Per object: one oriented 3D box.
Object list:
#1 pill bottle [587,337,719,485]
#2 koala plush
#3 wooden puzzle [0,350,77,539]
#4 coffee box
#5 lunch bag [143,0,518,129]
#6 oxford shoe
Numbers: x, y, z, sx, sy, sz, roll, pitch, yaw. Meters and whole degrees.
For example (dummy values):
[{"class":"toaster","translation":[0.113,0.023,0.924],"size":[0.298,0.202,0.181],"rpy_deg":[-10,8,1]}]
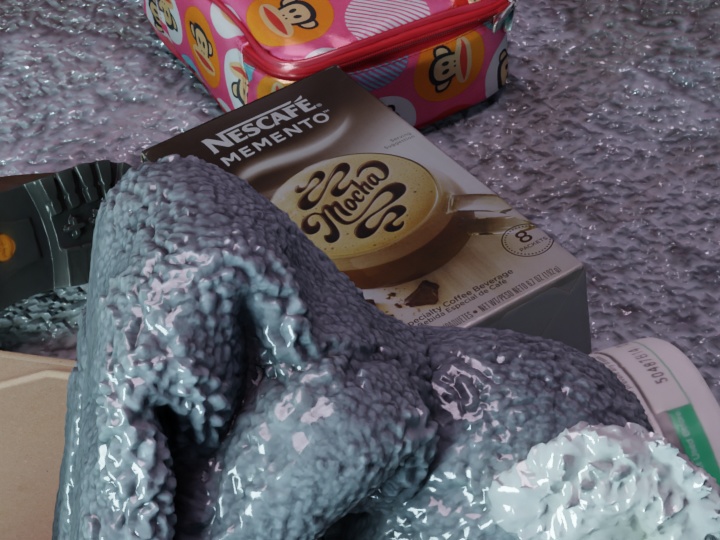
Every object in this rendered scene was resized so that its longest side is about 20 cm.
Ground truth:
[{"class":"pill bottle","translation":[0.041,0.106,0.882],"size":[0.200,0.113,0.113],"rpy_deg":[-17,40,-12]},{"class":"koala plush","translation":[0.008,0.062,0.735],"size":[0.200,0.184,0.177],"rpy_deg":[5,3,-10]},{"class":"wooden puzzle","translation":[-0.163,0.092,0.981],"size":[0.200,0.037,0.185],"rpy_deg":[11,31,16]},{"class":"coffee box","translation":[0.000,0.000,1.043],"size":[0.113,0.080,0.200],"rpy_deg":[-27,43,-21]},{"class":"lunch bag","translation":[-0.010,-0.148,1.231],"size":[0.176,0.082,0.200],"rpy_deg":[-21,42,-21]},{"class":"oxford shoe","translation":[-0.199,-0.006,1.079],"size":[0.200,0.073,0.084],"rpy_deg":[-8,2,-37]}]
